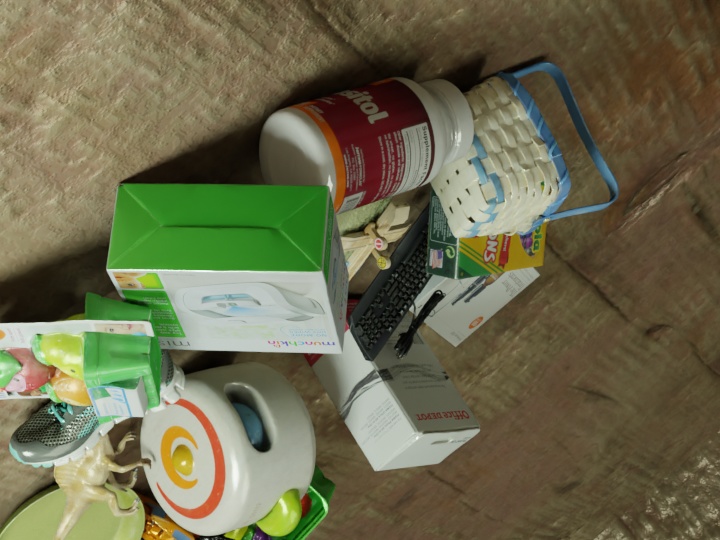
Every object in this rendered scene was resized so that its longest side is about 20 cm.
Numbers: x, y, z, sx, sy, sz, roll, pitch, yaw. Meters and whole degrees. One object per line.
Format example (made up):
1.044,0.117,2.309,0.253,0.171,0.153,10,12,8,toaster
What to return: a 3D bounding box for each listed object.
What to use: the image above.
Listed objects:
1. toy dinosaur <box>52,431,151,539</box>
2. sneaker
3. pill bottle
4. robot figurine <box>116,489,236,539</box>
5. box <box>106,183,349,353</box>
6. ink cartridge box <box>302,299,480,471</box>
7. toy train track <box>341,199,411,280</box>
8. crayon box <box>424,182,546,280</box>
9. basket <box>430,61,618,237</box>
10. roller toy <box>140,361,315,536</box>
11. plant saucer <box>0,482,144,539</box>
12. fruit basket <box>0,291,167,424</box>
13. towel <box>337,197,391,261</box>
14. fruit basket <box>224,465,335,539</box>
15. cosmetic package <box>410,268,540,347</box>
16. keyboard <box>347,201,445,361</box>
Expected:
-0.299,0.241,1.749,0.101,0.058,0.200,14,108,-24,toy dinosaur
-0.281,0.127,1.619,0.200,0.078,0.091,-32,138,-22,sneaker
0.010,-0.125,1.521,0.200,0.113,0.113,-20,149,-34,pill bottle
-0.231,0.366,1.927,0.145,0.200,0.058,-51,-170,24,robot figurine
-0.119,-0.001,1.468,0.199,0.097,0.177,1,152,6,box
0.033,0.136,1.865,0.083,0.200,0.145,-44,154,26,ink cartridge box
0.000,0.000,1.730,0.115,0.033,0.200,-13,150,-46,toy train track
0.162,-0.064,1.823,0.200,0.051,0.127,-10,107,-47,crayon box
0.166,-0.129,1.662,0.199,0.177,0.139,-17,164,-24,basket
-0.157,0.200,1.755,0.140,0.200,0.183,-11,109,-45,roller toy
-0.349,0.315,1.818,0.200,0.031,0.200,-22,136,-23,plant saucer
-0.287,0.092,1.461,0.199,0.094,0.185,-7,155,-6,fruit basket
-0.025,-0.062,1.667,0.148,0.037,0.200,-19,148,-37,towel
-0.153,0.321,2.015,0.216,0.155,0.216,-45,170,-10,fruit basket
0.136,0.011,1.979,0.151,0.052,0.200,-39,154,6,cosmetic package
0.059,0.025,1.808,0.200,0.021,0.127,-54,140,-25,keyboard
